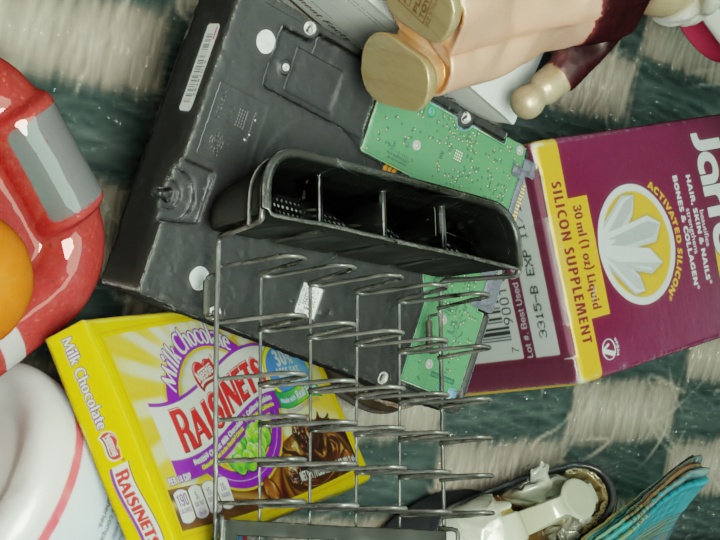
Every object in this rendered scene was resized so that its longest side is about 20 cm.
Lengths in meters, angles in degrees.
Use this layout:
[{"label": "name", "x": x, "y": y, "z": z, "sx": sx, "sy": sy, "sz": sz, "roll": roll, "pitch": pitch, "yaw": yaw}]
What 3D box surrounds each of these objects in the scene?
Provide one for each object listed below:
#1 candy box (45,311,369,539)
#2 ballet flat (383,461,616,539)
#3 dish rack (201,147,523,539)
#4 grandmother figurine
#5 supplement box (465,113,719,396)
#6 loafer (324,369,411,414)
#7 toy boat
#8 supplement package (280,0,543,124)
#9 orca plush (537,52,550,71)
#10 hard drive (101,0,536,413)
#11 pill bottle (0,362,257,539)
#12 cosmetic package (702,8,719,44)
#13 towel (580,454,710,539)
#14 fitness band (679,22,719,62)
[{"label": "candy box", "x": -0.061, "y": 0.066, "z": 0.706, "sx": 0.102, "sy": 0.026, "sz": 0.200, "roll": 64, "pitch": 21, "yaw": 8}, {"label": "ballet flat", "x": 0.084, "y": 0.152, "z": 0.926, "sx": 0.200, "sy": 0.073, "sz": 0.073, "roll": -10, "pitch": 107, "yaw": -45}, {"label": "dish rack", "x": 0.001, "y": 0.061, "z": 0.656, "sx": 0.153, "sy": 0.055, "sz": 0.200, "roll": 11, "pitch": 74, "yaw": -42}, {"label": "grandmother figurine", "x": 0.096, "y": -0.127, "z": 0.708, "sx": 0.200, "sy": 0.061, "sz": 0.121, "roll": -17, "pitch": 148, "yaw": -38}, {"label": "supplement box", "x": 0.136, "y": -0.011, "z": 0.895, "sx": 0.200, "sy": 0.103, "sz": 0.131, "roll": -13, "pitch": 91, "yaw": -43}, {"label": "loafer", "x": 0.000, "y": 0.000, "z": 0.802, "sx": 0.073, "sy": 0.071, "sz": 0.200, "roll": -46, "pitch": 129, "yaw": -27}, {"label": "toy boat", "x": -0.169, "y": 0.002, "z": 0.580, "sx": 0.200, "sy": 0.131, "sz": 0.131, "roll": -41, "pitch": 118, "yaw": -31}, {"label": "supplement package", "x": 0.030, "y": -0.197, "z": 0.754, "sx": 0.156, "sy": 0.111, "sz": 0.200, "roll": 33, "pitch": 77, "yaw": -45}, {"label": "orca plush", "x": 0.143, "y": -0.161, "z": 0.906, "sx": 0.200, "sy": 0.071, "sz": 0.105, "roll": -29, "pitch": 120, "yaw": -37}, {"label": "hard drive", "x": -0.011, "y": -0.027, "z": 0.716, "sx": 0.200, "sy": 0.038, "sz": 0.140, "roll": 23, "pitch": 82, "yaw": -40}, {"label": "pill bottle", "x": -0.112, "y": 0.131, "z": 0.696, "sx": 0.200, "sy": 0.109, "sz": 0.109, "roll": 44, "pitch": 69, "yaw": -43}, {"label": "cosmetic package", "x": 0.280, "y": -0.205, "z": 0.823, "sx": 0.165, "sy": 0.200, "sz": 0.165, "roll": 41, "pitch": 44, "yaw": -37}, {"label": "towel", "x": 0.136, "y": 0.206, "z": 0.985, "sx": 0.200, "sy": 0.022, "sz": 0.147, "roll": -26, "pitch": 146, "yaw": -41}, {"label": "fitness band", "x": 0.193, "y": -0.218, "z": 0.912, "sx": 0.200, "sy": 0.037, "sz": 0.144, "roll": 64, "pitch": 32, "yaw": -13}]
